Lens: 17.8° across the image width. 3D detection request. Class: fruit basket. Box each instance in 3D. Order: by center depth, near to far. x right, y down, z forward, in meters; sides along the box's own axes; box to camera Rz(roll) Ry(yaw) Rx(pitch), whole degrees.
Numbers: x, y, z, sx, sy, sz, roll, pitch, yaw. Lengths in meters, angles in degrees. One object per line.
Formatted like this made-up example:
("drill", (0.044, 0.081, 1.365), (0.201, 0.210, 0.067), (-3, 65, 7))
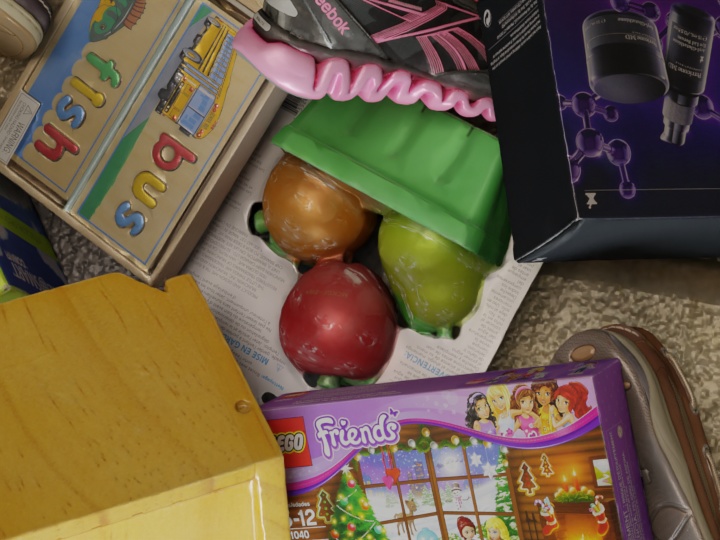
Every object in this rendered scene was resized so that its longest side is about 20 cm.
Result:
("fruit basket", (0.000, 0.000, 1.240), (0.184, 0.094, 0.201), (28, 97, 19))

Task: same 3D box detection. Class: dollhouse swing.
("dollhouse swing", (-0.155, 0.138, 1.202), (0.199, 0.176, 0.182), (-16, 54, -19))

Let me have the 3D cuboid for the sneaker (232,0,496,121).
("sneaker", (0.033, -0.135, 1.180), (0.079, 0.199, 0.096), (38, 118, 48))

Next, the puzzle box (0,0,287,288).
("puzzle box", (-0.107, -0.109, 1.236), (0.133, 0.025, 0.201), (35, 102, 15))

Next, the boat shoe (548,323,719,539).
("boat shoe", (0.157, 0.121, 1.166), (0.075, 0.072, 0.201), (-11, 96, 36))

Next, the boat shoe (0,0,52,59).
("boat shoe", (-0.219, -0.168, 1.295), (0.065, 0.072, 0.200), (-52, 28, -9))

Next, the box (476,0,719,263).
("box", (0.171, -0.082, 1.158), (0.199, 0.079, 0.142), (-2, 77, -22))

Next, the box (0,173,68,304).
("box", (-0.220, -0.032, 1.276), (0.047, 0.122, 0.201), (-29, 72, 7))

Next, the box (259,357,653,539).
("box", (0.048, 0.124, 1.162), (0.199, 0.039, 0.138), (-8, 98, 30))
